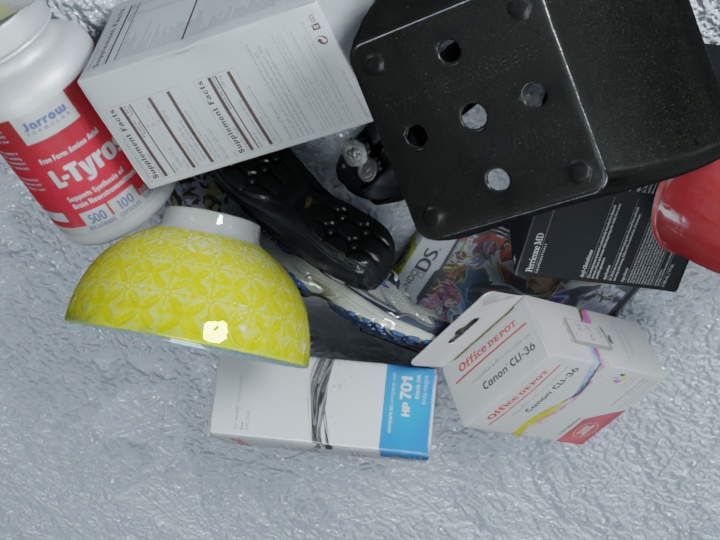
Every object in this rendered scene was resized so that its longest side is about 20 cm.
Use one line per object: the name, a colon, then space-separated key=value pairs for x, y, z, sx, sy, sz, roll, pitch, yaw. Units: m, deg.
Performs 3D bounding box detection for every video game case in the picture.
video game case: x=0.125 y=0.028 z=1.188 sx=0.200 sy=0.026 sz=0.181 roll=22 pitch=132 yaw=-12

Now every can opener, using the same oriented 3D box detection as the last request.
can opener: x=0.051 y=-0.126 z=1.033 sx=0.063 sy=0.079 sz=0.200 roll=53 pitch=128 yaw=16

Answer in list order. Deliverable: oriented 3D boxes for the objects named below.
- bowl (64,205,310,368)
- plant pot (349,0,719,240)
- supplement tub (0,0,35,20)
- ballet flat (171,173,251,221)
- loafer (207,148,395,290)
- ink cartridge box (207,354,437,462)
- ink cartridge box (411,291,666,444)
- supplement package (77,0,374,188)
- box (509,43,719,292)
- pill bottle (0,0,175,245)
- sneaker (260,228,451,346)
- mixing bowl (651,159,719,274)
bowl: x=-0.130 y=0.009 z=1.049 sx=0.200 sy=0.108 sz=0.200 roll=10 pitch=174 yaw=1
plant pot: x=0.108 y=-0.122 z=0.858 sx=0.200 sy=0.177 sz=0.200 roll=-16 pitch=102 yaw=31
supplement tub: x=-0.311 y=-0.229 z=0.913 sx=0.200 sy=0.145 sz=0.145 roll=-25 pitch=126 yaw=11
ballet flat: x=-0.122 y=-0.001 z=1.166 sx=0.072 sy=0.072 sz=0.200 roll=-7 pitch=131 yaw=14
loafer: x=-0.059 y=-0.051 z=1.075 sx=0.201 sy=0.068 sz=0.070 roll=37 pitch=154 yaw=12
ink cartridge box: x=-0.031 y=0.130 z=1.220 sx=0.200 sy=0.086 sz=0.146 roll=7 pitch=170 yaw=3
ink cartridge box: x=0.156 y=0.088 z=1.140 sx=0.200 sy=0.068 sz=0.116 roll=13 pitch=134 yaw=-38
supplement package: x=-0.091 y=-0.159 z=0.984 sx=0.200 sy=0.114 sz=0.110 roll=-14 pitch=128 yaw=21
box: x=0.208 y=-0.084 z=1.032 sx=0.141 sy=0.079 sz=0.200 roll=5 pitch=133 yaw=-8
pill bottle: x=-0.241 y=-0.125 z=1.036 sx=0.112 sy=0.112 sz=0.200 roll=-15 pitch=129 yaw=21
sneaker: x=0.000 y=0.000 z=1.131 sx=0.200 sy=0.085 sz=0.077 roll=28 pitch=173 yaw=-6
mixing bowl: x=0.328 y=-0.058 z=0.958 sx=0.200 sy=0.108 sz=0.200 roll=-26 pitch=143 yaw=-21
